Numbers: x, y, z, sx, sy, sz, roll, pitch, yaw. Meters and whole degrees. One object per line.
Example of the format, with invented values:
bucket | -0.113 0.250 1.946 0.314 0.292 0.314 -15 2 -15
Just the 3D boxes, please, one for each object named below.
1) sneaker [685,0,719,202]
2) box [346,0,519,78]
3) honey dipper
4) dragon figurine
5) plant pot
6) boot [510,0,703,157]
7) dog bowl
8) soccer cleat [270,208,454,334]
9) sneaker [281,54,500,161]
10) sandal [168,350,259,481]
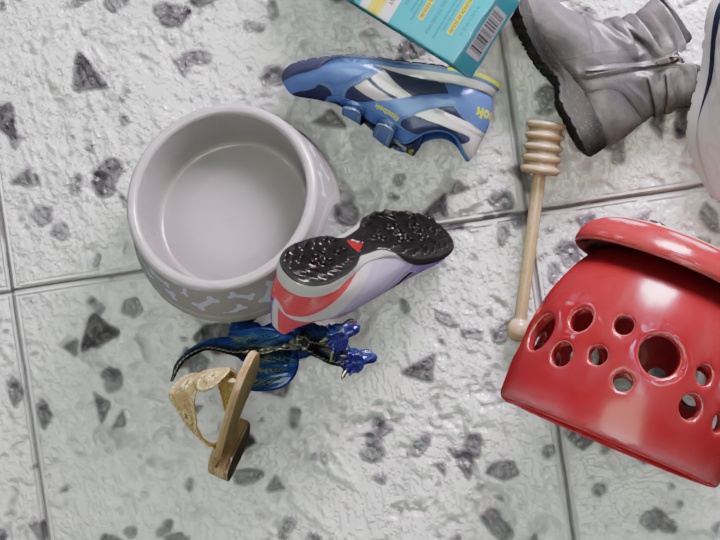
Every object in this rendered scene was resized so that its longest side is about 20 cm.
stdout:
sneaker | 0.333 -0.143 1.206 0.076 0.081 0.202 -12 114 -14
box | 0.037 -0.257 1.239 0.199 0.049 0.083 36 97 25
honey dipper | 0.158 -0.034 1.274 0.038 0.038 0.202 6 94 6
dragon figurine | -0.085 0.070 1.262 0.198 0.100 0.059 -9 107 4
plant pot | 0.241 0.065 1.191 0.199 0.200 0.184 23 84 5
boot | 0.216 -0.215 1.255 0.131 0.070 0.201 -28 99 3
dog bowl | -0.119 -0.058 1.258 0.198 0.059 0.202 -3 72 9
soccer cleat | 0.000 0.000 1.241 0.068 0.199 0.074 45 133 27
sneaker | 0.024 -0.149 1.266 0.198 0.074 0.083 9 94 7
sandal | -0.136 0.124 1.227 0.069 0.212 0.078 22 61 5
